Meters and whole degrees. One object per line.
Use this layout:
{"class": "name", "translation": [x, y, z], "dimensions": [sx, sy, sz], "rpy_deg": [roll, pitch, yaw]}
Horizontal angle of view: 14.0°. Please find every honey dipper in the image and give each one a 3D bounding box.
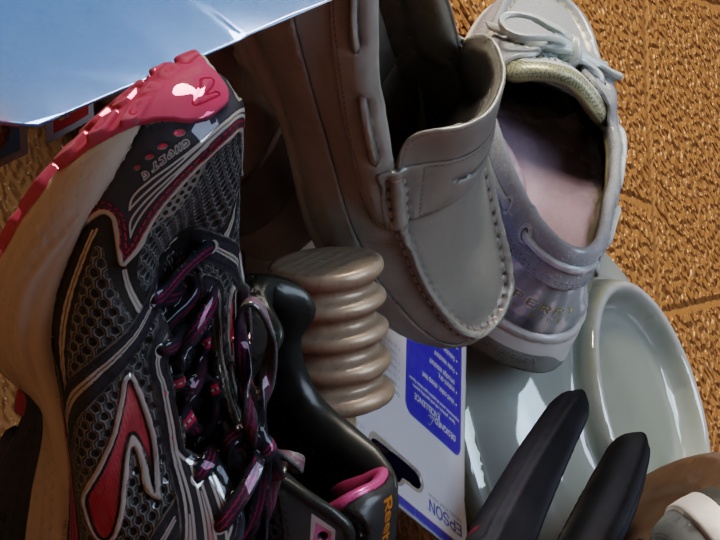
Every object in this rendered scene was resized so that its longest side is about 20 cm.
{"class": "honey dipper", "translation": [-0.002, 0.094, 0.930], "dimensions": [0.038, 0.038, 0.202], "rpy_deg": [-34, 121, -62]}

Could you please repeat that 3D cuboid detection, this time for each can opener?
{"class": "can opener", "translation": [0.054, 0.106, 0.986], "dimensions": [0.063, 0.079, 0.201], "rpy_deg": [38, 41, -12]}

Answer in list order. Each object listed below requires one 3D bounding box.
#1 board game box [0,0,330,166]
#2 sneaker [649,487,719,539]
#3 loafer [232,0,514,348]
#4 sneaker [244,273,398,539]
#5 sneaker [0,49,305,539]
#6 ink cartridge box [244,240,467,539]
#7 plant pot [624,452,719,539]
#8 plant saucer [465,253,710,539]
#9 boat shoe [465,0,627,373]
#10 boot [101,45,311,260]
{"class": "board game box", "translation": [-0.084, -0.088, 0.809], "dimensions": [0.199, 0.158, 0.039], "rpy_deg": [-26, 140, -34]}
{"class": "sneaker", "translation": [0.103, 0.176, 0.932], "dimensions": [0.084, 0.120, 0.201], "rpy_deg": [93, -23, -64]}
{"class": "loafer", "translation": [0.013, -0.047, 0.917], "dimensions": [0.070, 0.069, 0.200], "rpy_deg": [-65, 144, -32]}
{"class": "sneaker", "translation": [-0.024, 0.093, 0.879], "dimensions": [0.201, 0.086, 0.080], "rpy_deg": [67, 29, -12]}
{"class": "sneaker", "translation": [-0.049, 0.032, 0.764], "dimensions": [0.081, 0.074, 0.201], "rpy_deg": [-40, 149, -43]}
{"class": "ink cartridge box", "translation": [0.000, 0.000, 1.033], "dimensions": [0.099, 0.039, 0.201], "rpy_deg": [43, 37, -44]}
{"class": "plant pot", "translation": [0.146, 0.164, 1.068], "dimensions": [0.175, 0.200, 0.201], "rpy_deg": [50, 32, -13]}
{"class": "plant saucer", "translation": [0.096, 0.061, 1.169], "dimensions": [0.200, 0.050, 0.201], "rpy_deg": [39, 42, -48]}
{"class": "boat shoe", "translation": [0.072, -0.049, 1.135], "dimensions": [0.074, 0.065, 0.203], "rpy_deg": [24, 39, -11]}
{"class": "boot", "translation": [-0.055, -0.064, 0.922], "dimensions": [0.200, 0.070, 0.147], "rpy_deg": [-54, 131, -38]}
